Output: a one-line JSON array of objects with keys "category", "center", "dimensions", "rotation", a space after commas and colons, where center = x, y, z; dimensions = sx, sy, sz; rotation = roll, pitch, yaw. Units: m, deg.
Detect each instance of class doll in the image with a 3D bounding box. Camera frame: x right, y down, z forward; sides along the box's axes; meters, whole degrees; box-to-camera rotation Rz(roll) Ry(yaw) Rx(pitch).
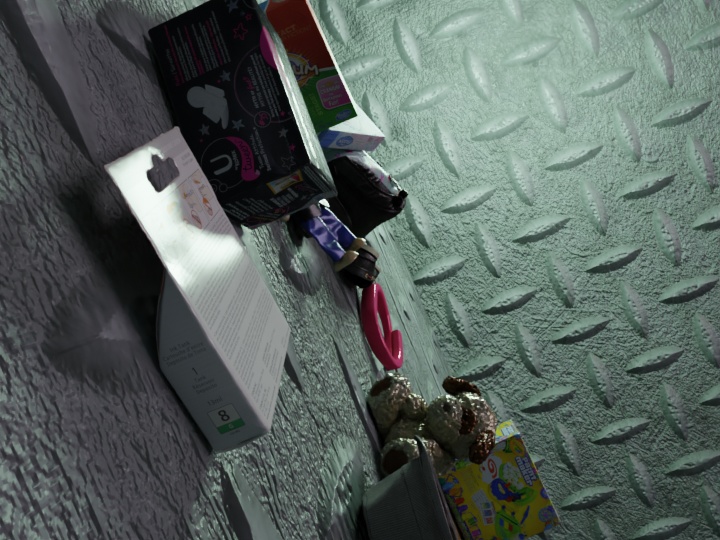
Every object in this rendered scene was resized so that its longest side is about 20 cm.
[{"category": "doll", "center": [-0.076, -0.097, 0.945], "dimensions": [0.200, 0.048, 0.136], "rotation": [50, 33, -13]}]

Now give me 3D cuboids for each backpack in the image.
[{"category": "backpack", "center": [-0.026, -0.163, 1.267], "dimensions": [0.200, 0.167, 0.127], "rotation": [42, 15, -41]}]

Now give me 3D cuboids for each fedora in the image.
[{"category": "fedora", "center": [0.054, 0.282, 0.724], "dimensions": [0.200, 0.090, 0.177], "rotation": [67, 6, -63]}]

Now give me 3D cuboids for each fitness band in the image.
[{"category": "fitness band", "center": [0.043, 0.111, 1.288], "dimensions": [0.200, 0.037, 0.144], "rotation": [-89, 157, -59]}]

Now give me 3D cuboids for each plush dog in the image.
[{"category": "plush dog", "center": [0.120, 0.245, 0.972], "dimensions": [0.200, 0.172, 0.161], "rotation": [-102, 168, -56]}]

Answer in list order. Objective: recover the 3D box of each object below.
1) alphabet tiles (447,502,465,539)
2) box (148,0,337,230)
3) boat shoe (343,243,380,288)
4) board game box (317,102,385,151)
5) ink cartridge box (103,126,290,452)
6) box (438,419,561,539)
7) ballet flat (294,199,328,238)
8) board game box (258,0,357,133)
[{"category": "alphabet tiles", "center": [0.196, 0.544, 1.284], "dimensions": [0.167, 0.008, 0.200], "rotation": [60, 11, -46]}, {"category": "box", "center": [-0.119, -0.161, 0.686], "dimensions": [0.132, 0.115, 0.200], "rotation": [37, 33, -78]}, {"category": "boat shoe", "center": [-0.003, -0.001, 1.260], "dimensions": [0.074, 0.063, 0.201], "rotation": [26, -9, 4]}, {"category": "board game box", "center": [-0.073, -0.301, 1.180], "dimensions": [0.200, 0.043, 0.199], "rotation": [51, 28, 15]}, {"category": "ink cartridge box", "center": [-0.121, 0.006, 0.479], "dimensions": [0.200, 0.050, 0.161], "rotation": [61, 10, -18]}, {"category": "box", "center": [0.278, 0.451, 1.364], "dimensions": [0.122, 0.192, 0.200], "rotation": [-7, 73, -85]}, {"category": "ballet flat", "center": [-0.078, -0.103, 1.056], "dimensions": [0.200, 0.046, 0.067], "rotation": [-86, 153, -72]}, {"category": "board game box", "center": [-0.111, -0.284, 0.948], "dimensions": [0.040, 0.153, 0.200], "rotation": [-101, 166, -46]}]
